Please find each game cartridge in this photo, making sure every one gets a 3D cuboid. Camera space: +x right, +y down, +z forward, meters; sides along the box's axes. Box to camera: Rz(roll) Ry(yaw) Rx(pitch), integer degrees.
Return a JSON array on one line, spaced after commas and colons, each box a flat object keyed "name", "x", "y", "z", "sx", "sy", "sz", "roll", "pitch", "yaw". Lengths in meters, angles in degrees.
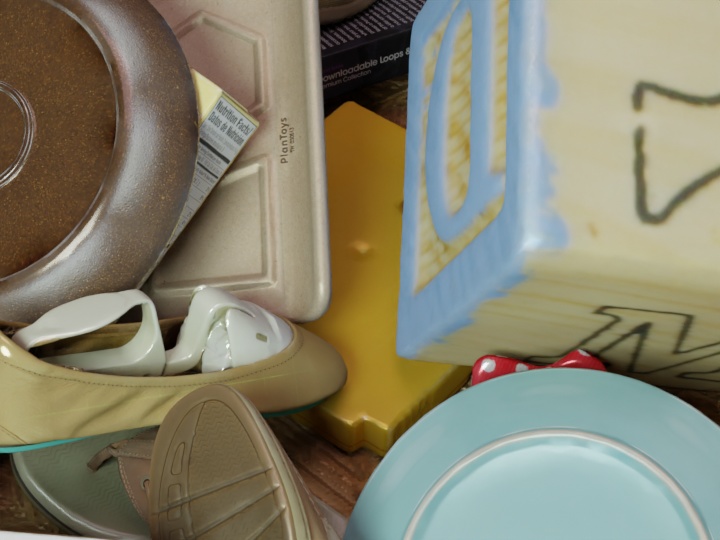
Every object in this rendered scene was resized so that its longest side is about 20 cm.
[{"name": "game cartridge", "x": 0.000, "y": 0.000, "z": 0.915, "sx": 0.176, "sy": 0.032, "sz": 0.200, "roll": 31, "pitch": 52, "yaw": 25}]

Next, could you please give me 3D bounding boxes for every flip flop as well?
[{"name": "flip flop", "x": -0.070, "y": 0.105, "z": 0.776, "sx": 0.200, "sy": 0.058, "sz": 0.081, "roll": 25, "pitch": 49, "yaw": 19}]

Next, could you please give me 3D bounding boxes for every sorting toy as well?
[{"name": "sorting toy", "x": -0.111, "y": -0.055, "z": 0.873, "sx": 0.200, "sy": 0.036, "sz": 0.185, "roll": -6, "pitch": 77, "yaw": 15}]

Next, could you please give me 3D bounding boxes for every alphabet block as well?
[{"name": "alphabet block", "x": 0.140, "y": -0.057, "z": 0.800, "sx": 0.200, "sy": 0.196, "sz": 0.196, "roll": 7, "pitch": 75, "yaw": -13}]

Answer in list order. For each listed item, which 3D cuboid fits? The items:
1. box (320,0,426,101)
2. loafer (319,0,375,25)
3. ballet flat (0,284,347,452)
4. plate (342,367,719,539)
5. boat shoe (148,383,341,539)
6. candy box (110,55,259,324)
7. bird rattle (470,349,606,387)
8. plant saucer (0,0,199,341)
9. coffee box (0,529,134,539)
[{"name": "box", "x": -0.020, "y": -0.159, "z": 1.057, "sx": 0.200, "sy": 0.036, "sz": 0.143, "roll": -19, "pitch": 38, "yaw": -24}, {"name": "loafer", "x": -0.002, "y": -0.211, "z": 1.040, "sx": 0.076, "sy": 0.068, "sz": 0.200, "roll": 23, "pitch": 42, "yaw": 33}, {"name": "ballet flat", "x": -0.086, "y": 0.039, "z": 0.768, "sx": 0.200, "sy": 0.063, "sz": 0.069, "roll": -8, "pitch": 29, "yaw": -36}, {"name": "plate", "x": 0.082, "y": 0.136, "z": 0.707, "sx": 0.200, "sy": 0.026, "sz": 0.200, "roll": -4, "pitch": 72, "yaw": 13}, {"name": "boat shoe", "x": -0.030, "y": 0.143, "z": 0.700, "sx": 0.071, "sy": 0.064, "sz": 0.200, "roll": -28, "pitch": 72, "yaw": 24}, {"name": "candy box", "x": -0.157, "y": -0.029, "z": 0.830, "sx": 0.115, "sy": 0.055, "sz": 0.200, "roll": 35, "pitch": 90, "yaw": 22}, {"name": "bird rattle", "x": 0.124, "y": 0.121, "z": 0.752, "sx": 0.200, "sy": 0.113, "sz": 0.163, "roll": 15, "pitch": 61, "yaw": 15}, {"name": "plant saucer", "x": -0.174, "y": -0.060, "z": 0.797, "sx": 0.200, "sy": 0.032, "sz": 0.201, "roll": -4, "pitch": 76, "yaw": 17}, {"name": "coffee box", "x": -0.187, "y": 0.145, "z": 0.675, "sx": 0.200, "sy": 0.114, "sz": 0.080, "roll": 4, "pitch": 72, "yaw": 1}]
